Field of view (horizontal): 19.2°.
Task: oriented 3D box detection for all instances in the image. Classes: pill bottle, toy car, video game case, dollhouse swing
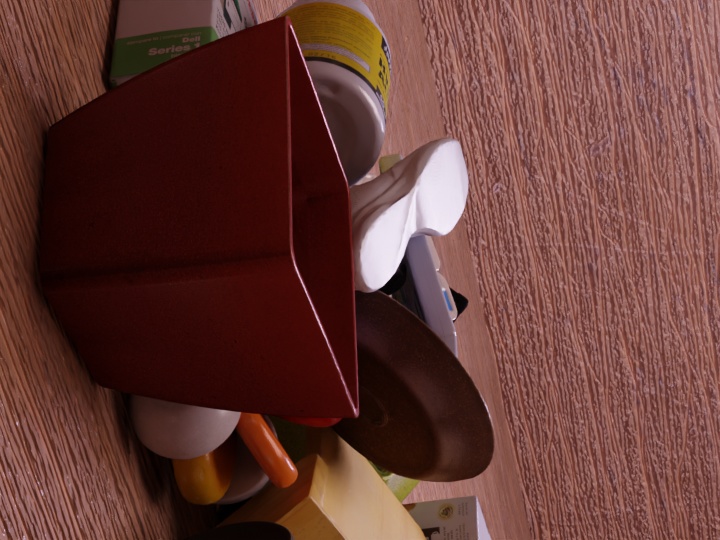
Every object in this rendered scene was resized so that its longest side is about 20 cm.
[{"bbox_3d":[-0.031,-0.151,1.703,0.200,0.111,0.112,-85,164,-60],"label":"pill bottle"},{"bbox_3d":[-0.084,0.070,1.573,0.175,0.150,0.201,61,22,-65],"label":"toy car"},{"bbox_3d":[0.050,0.038,1.709,0.183,0.022,0.200,84,-7,-47],"label":"video game case"},{"bbox_3d":[-0.037,0.247,1.676,0.200,0.182,0.176,52,-1,-20],"label":"dollhouse swing"}]

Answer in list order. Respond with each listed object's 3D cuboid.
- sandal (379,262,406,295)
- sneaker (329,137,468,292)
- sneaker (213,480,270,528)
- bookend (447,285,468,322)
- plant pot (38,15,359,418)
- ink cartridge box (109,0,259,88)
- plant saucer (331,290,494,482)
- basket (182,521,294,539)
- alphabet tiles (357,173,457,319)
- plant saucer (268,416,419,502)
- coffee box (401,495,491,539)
[{"bbox_3d":[-0.056,-0.008,1.676,0.075,0.199,0.045,51,46,-47],"label":"sandal"},{"bbox_3d":[0.010,-0.049,1.612,0.200,0.088,0.075,-39,126,-51],"label":"sneaker"},{"bbox_3d":[-0.078,0.194,1.748,0.200,0.073,0.085,-82,164,-58],"label":"sneaker"},{"bbox_3d":[-0.038,0.048,1.963,0.200,0.199,0.092,37,-1,0],"label":"bookend"},{"bbox_3d":[-0.109,-0.020,1.420,0.200,0.176,0.200,69,14,-53],"label":"plant pot"},{"bbox_3d":[-0.135,-0.170,1.691,0.146,0.084,0.200,73,12,-46],"label":"ink cartridge box"},{"bbox_3d":[0.015,0.094,1.646,0.037,0.200,0.201,-43,137,-28],"label":"plant saucer"},{"bbox_3d":[-0.074,0.290,1.503,0.180,0.136,0.201,-40,119,-56],"label":"basket"},{"bbox_3d":[0.000,0.000,1.846,0.200,0.015,0.196,3,60,-45],"label":"alphabet tiles"},{"bbox_3d":[-0.003,0.101,1.827,0.200,0.048,0.200,49,44,-3],"label":"plant saucer"},{"bbox_3d":[0.014,0.266,1.853,0.114,0.199,0.080,71,14,-52],"label":"coffee box"}]
